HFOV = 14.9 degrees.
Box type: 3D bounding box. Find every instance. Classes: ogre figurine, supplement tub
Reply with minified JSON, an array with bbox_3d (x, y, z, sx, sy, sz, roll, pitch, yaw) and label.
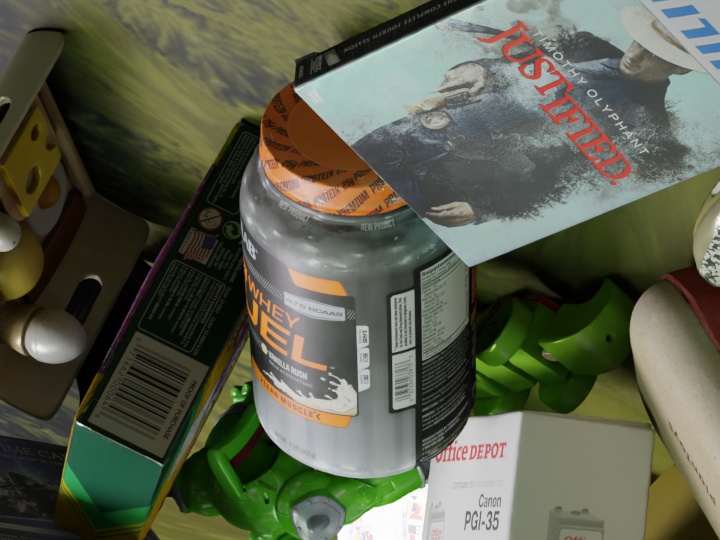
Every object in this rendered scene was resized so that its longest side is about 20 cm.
[{"bbox_3d":[-0.036,0.111,1.616,0.199,0.120,0.099,27,137,34],"label":"ogre figurine"},{"bbox_3d":[0.000,0.000,1.423,0.122,0.123,0.201,16,136,19],"label":"supplement tub"}]

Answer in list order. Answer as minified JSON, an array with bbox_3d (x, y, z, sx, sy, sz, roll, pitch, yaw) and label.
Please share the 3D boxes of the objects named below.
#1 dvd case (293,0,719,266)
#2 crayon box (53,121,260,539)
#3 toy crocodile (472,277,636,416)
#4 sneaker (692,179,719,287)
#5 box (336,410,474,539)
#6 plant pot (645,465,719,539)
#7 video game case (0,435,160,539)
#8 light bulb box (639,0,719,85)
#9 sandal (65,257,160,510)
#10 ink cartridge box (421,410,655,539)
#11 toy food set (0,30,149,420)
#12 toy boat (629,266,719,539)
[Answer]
[{"bbox_3d":[0.089,-0.081,1.259,0.199,0.022,0.146,-23,130,30],"label":"dvd case"},{"bbox_3d":[-0.098,0.043,1.535,0.058,0.201,0.173,26,155,2],"label":"crayon box"},{"bbox_3d":[0.083,0.043,1.546,0.067,0.062,0.200,34,158,-18],"label":"toy crocodile"},{"bbox_3d":[0.218,-0.007,1.280,0.077,0.089,0.200,36,153,-22],"label":"sneaker"},{"bbox_3d":[0.037,0.161,1.692,0.110,0.035,0.201,6,109,36],"label":"box"},{"bbox_3d":[0.231,0.212,1.584,0.200,0.177,0.200,34,153,-19],"label":"plant pot"},{"bbox_3d":[-0.170,0.155,1.574,0.142,0.019,0.200,13,-158,-40],"label":"video game case"},{"bbox_3d":[0.194,-0.168,0.863,0.125,0.199,0.199,42,151,-28],"label":"light bulb box"},{"bbox_3d":[-0.140,0.058,1.642,0.075,0.201,0.048,0,141,-10],"label":"sandal"},{"bbox_3d":[0.087,0.179,1.486,0.082,0.201,0.146,9,172,-17],"label":"ink cartridge box"},{"bbox_3d":[-0.179,-0.023,1.551,0.060,0.144,0.200,16,153,19],"label":"toy food set"},{"bbox_3d":[0.230,0.078,1.400,0.201,0.130,0.131,61,174,32],"label":"toy boat"}]
